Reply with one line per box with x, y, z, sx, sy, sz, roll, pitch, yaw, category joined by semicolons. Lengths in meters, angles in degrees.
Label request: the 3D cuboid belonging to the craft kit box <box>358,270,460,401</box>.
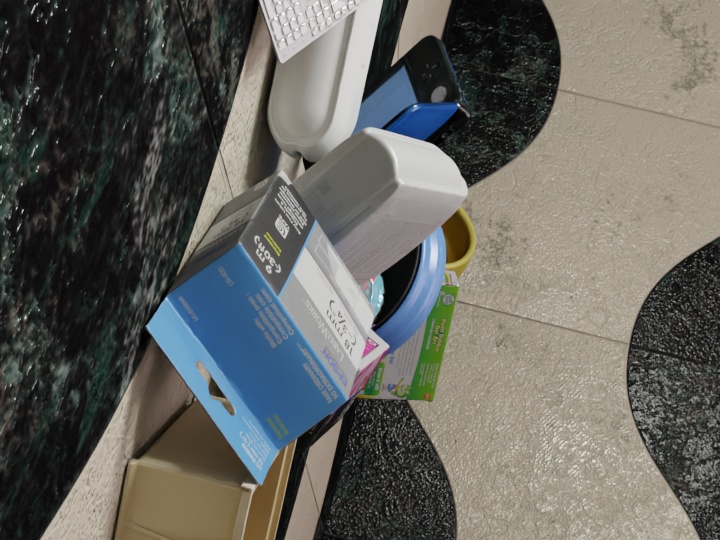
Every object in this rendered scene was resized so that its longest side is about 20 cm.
0.025;0.088;1.745;0.049;0.194;0.202;-100;-162;-58;craft kit box

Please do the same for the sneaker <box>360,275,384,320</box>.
-0.028;-0.040;1.315;0.095;0.079;0.202;40;28;-51;sneaker

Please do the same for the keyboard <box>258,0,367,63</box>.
-0.008;-0.237;0.992;0.200;0.011;0.057;-43;134;-33;keyboard

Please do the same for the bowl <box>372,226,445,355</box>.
0.000;0.000;1.365;0.039;0.198;0.203;34;64;-47;bowl

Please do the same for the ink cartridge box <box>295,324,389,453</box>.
-0.019;0.109;1.206;0.095;0.037;0.200;-56;176;10;ink cartridge box

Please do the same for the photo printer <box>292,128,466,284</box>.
0.002;-0.048;1.102;0.166;0.070;0.199;-38;165;20;photo printer

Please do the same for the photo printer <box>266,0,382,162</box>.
-0.028;-0.196;1.099;0.166;0.068;0.203;-47;150;-80;photo printer

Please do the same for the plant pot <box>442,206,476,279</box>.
0.046;-0.012;1.847;0.202;0.199;0.190;-70;-174;-52;plant pot

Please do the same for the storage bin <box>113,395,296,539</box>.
-0.124;0.218;0.971;0.200;0.092;0.202;-55;157;-78;storage bin

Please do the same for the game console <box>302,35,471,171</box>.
-0.005;-0.132;1.203;0.199;0.118;0.172;-38;-132;26;game console

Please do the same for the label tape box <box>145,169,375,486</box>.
-0.063;0.036;0.916;0.145;0.063;0.201;56;23;-18;label tape box
